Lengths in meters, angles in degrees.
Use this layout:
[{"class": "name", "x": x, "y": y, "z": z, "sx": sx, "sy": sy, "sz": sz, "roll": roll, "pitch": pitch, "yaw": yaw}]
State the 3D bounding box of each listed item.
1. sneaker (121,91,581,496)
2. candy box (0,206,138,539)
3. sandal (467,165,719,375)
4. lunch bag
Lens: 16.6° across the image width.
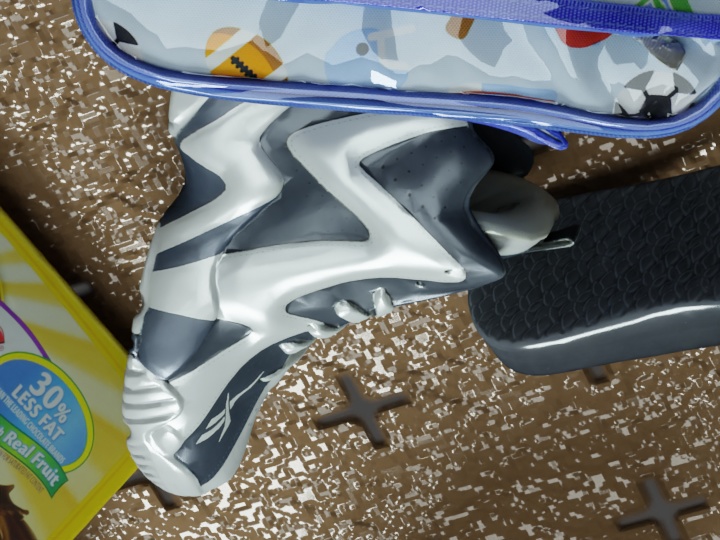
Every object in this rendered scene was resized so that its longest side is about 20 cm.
[{"class": "sneaker", "x": 0.000, "y": 0.000, "z": 0.782, "sx": 0.129, "sy": 0.080, "sz": 0.200, "roll": 14, "pitch": 117, "yaw": 4}, {"class": "candy box", "x": -0.151, "y": 0.016, "z": 0.803, "sx": 0.102, "sy": 0.026, "sz": 0.200, "roll": -49, "pitch": 121, "yaw": -16}, {"class": "sandal", "x": 0.130, "y": -0.002, "z": 0.769, "sx": 0.199, "sy": 0.077, "sz": 0.043, "roll": -4, "pitch": 145, "yaw": 32}, {"class": "lunch bag", "x": 0.022, "y": -0.113, "z": 0.671, "sx": 0.198, "sy": 0.076, "sz": 0.161, "roll": 7, "pitch": 106, "yaw": -2}]
